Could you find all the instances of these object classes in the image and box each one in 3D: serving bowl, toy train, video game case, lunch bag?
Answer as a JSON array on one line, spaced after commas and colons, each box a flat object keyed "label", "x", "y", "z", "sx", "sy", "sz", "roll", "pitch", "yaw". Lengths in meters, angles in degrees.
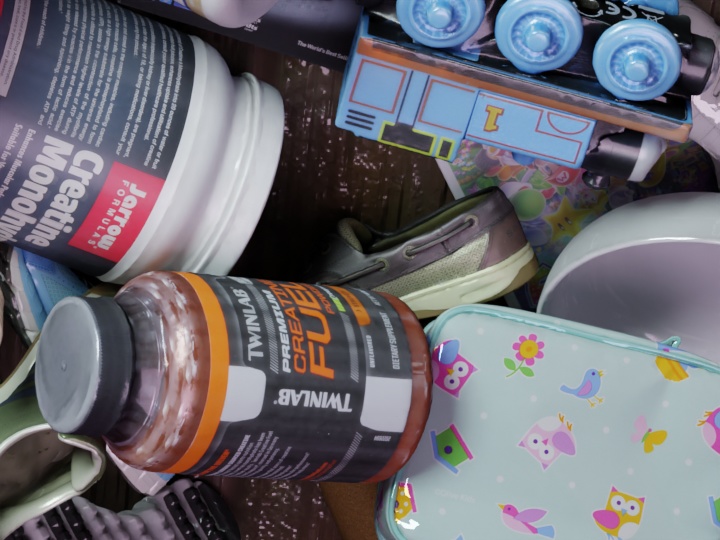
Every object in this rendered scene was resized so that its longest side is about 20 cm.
[{"label": "serving bowl", "x": 0.202, "y": 0.015, "z": 1.682, "sx": 0.199, "sy": 0.066, "sz": 0.200, "roll": 9, "pitch": 147, "yaw": 6}, {"label": "toy train", "x": 0.084, "y": -0.109, "z": 1.555, "sx": 0.199, "sy": 0.087, "sz": 0.115, "roll": 15, "pitch": 122, "yaw": -5}, {"label": "video game case", "x": 0.128, "y": -0.052, "z": 1.704, "sx": 0.143, "sy": 0.018, "sz": 0.200, "roll": -24, "pitch": 122, "yaw": 7}, {"label": "lunch bag", "x": 0.116, "y": 0.105, "z": 1.644, "sx": 0.199, "sy": 0.077, "sz": 0.161, "roll": 15, "pitch": 75, "yaw": -6}]

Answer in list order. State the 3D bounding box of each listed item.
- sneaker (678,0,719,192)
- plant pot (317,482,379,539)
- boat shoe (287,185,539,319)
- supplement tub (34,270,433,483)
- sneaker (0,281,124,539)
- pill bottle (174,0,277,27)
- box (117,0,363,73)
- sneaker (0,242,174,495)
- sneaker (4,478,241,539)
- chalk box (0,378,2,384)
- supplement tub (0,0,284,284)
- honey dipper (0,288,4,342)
[{"label": "sneaker", "x": 0.221, "y": -0.090, "z": 1.641, "sx": 0.099, "sy": 0.075, "sz": 0.200, "roll": -2, "pitch": 146, "yaw": 44}, {"label": "plant pot", "x": 0.069, "y": 0.149, "z": 1.746, "sx": 0.186, "sy": 0.186, "sz": 0.200, "roll": -39, "pitch": 103, "yaw": 16}, {"label": "boat shoe", "x": 0.000, "y": 0.000, "z": 1.695, "sx": 0.199, "sy": 0.073, "sz": 0.065, "roll": -16, "pitch": 103, "yaw": 8}, {"label": "supplement tub", "x": -0.068, "y": 0.056, "z": 1.557, "sx": 0.199, "sy": 0.107, "sz": 0.107, "roll": 5, "pitch": 123, "yaw": -34}, {"label": "sneaker", "x": -0.157, "y": 0.084, "z": 1.596, "sx": 0.200, "sy": 0.090, "sz": 0.067, "roll": -39, "pitch": 131, "yaw": -27}, {"label": "pill bottle", "x": -0.117, "y": -0.214, "z": 1.471, "sx": 0.200, "sy": 0.116, "sz": 0.116, "roll": 31, "pitch": 119, "yaw": 13}, {"label": "box", "x": -0.012, "y": -0.190, "z": 1.580, "sx": 0.199, "sy": 0.050, "sz": 0.158, "roll": 17, "pitch": 118, "yaw": -16}, {"label": "sneaker", "x": -0.145, "y": 0.033, "z": 1.703, "sx": 0.090, "sy": 0.078, "sz": 0.200, "roll": -37, "pitch": 125, "yaw": -6}, {"label": "sneaker", "x": -0.157, "y": 0.175, "z": 1.736, "sx": 0.081, "sy": 0.075, "sz": 0.200, "roll": -39, "pitch": 156, "yaw": 32}, {"label": "chalk box", "x": -0.279, "y": 0.028, "z": 1.640, "sx": 0.124, "sy": 0.124, "sz": 0.201, "roll": -10, "pitch": 122, "yaw": 0}, {"label": "supplement tub", "x": -0.155, "y": -0.076, "z": 1.578, "sx": 0.199, "sy": 0.141, "sz": 0.141, "roll": 21, "pitch": 117, "yaw": -20}, {"label": "honey dipper", "x": -0.208, "y": -0.006, "z": 1.582, "sx": 0.038, "sy": 0.200, "sz": 0.038, "roll": -2, "pitch": 113, "yaw": -5}]
